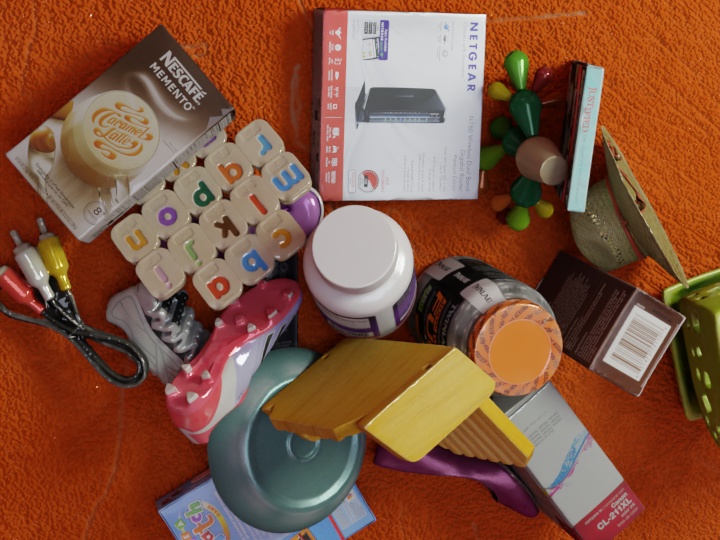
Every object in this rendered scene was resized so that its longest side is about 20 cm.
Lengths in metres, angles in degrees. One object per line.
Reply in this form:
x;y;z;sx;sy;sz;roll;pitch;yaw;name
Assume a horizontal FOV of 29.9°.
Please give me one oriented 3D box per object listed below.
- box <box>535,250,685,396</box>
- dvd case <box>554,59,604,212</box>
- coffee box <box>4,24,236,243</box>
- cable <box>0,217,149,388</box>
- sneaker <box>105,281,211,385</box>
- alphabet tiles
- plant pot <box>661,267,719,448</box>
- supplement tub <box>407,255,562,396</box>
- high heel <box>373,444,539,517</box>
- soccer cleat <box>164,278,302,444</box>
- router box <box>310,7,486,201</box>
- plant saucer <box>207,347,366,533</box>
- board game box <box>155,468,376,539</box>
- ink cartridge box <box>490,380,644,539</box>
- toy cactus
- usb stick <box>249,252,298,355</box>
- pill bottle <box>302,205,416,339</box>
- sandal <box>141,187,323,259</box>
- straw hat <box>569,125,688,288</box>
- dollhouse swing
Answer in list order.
0.257;0.055;1.466;0.075;0.200;0.100;29;93;-21;box
0.228;-0.146;1.419;0.022;0.200;0.147;7;100;2;dvd case
-0.235;-0.135;1.342;0.200;0.080;0.114;-41;91;-4;coffee box
-0.303;0.050;1.369;0.097;0.050;0.200;-37;86;-1;cable
-0.195;0.092;1.428;0.081;0.075;0.200;-19;117;20;sneaker
-0.151;-0.063;1.369;0.200;0.015;0.196;-38;67;-5;alphabet tiles
0.461;0.086;1.538;0.199;0.181;0.200;-18;105;-10;plant pot
0.132;0.060;1.433;0.122;0.200;0.123;-3;101;-15;supplement tub
0.110;0.238;1.537;0.200;0.067;0.096;41;83;-6;high heel
-0.126;0.089;1.391;0.200;0.067;0.077;-51;144;-31;soccer cleat
0.039;-0.177;1.437;0.179;0.049;0.201;-2;102;-15;router box
-0.068;0.183;1.443;0.199;0.036;0.201;-1;91;-34;plant saucer
-0.104;0.267;1.500;0.200;0.037;0.152;-31;108;-9;board game box
0.207;0.200;1.512;0.083;0.146;0.200;-39;109;-5;ink cartridge box
0.182;-0.125;1.428;0.102;0.165;0.201;3;110;-16;toy cactus
-0.093;0.019;1.453;0.055;0.033;0.201;-4;103;-21;usb stick
0.000;0.000;1.373;0.111;0.200;0.112;-1;77;3;pill bottle
-0.136;-0.039;1.396;0.202;0.050;0.083;-12;102;4;sandal
0.276;-0.051;1.481;0.085;0.201;0.201;-28;109;15;straw hat
0.043;0.171;1.376;0.182;0.200;0.176;-39;111;-28;dollhouse swing
